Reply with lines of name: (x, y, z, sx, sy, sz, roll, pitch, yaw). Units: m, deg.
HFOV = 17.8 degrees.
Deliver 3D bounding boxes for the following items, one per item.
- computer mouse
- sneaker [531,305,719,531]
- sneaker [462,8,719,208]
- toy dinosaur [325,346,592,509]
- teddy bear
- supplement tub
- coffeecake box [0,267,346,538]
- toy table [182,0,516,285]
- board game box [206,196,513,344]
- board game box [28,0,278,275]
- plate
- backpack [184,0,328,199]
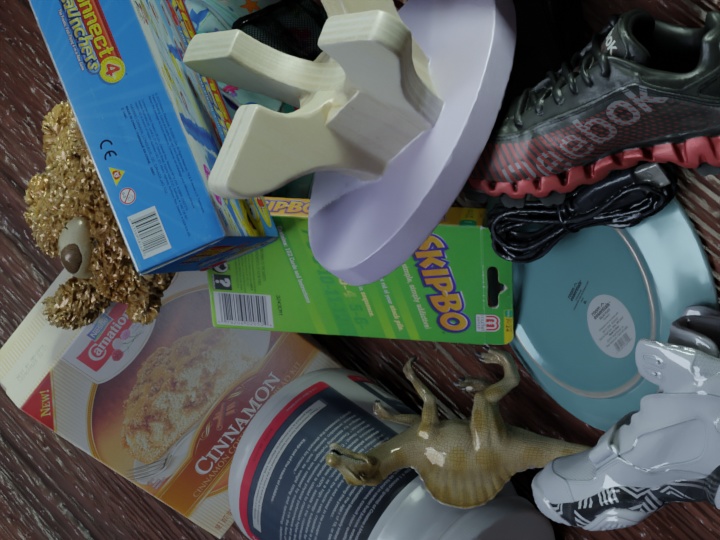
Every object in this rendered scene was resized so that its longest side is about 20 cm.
computer mouse: (0.100, -0.111, 1.369, 0.138, 0.053, 0.200, -20, 84, 38)
sneaker: (0.178, 0.086, 1.364, 0.200, 0.075, 0.115, -11, 101, 40)
sneaker: (0.132, -0.095, 1.279, 0.200, 0.071, 0.098, -10, 124, 20)
toy dinosaur: (0.079, 0.107, 1.486, 0.058, 0.199, 0.101, 81, -172, -60)
teddy bear: (-0.181, -0.038, 1.491, 0.145, 0.067, 0.200, -58, 35, 29)
supplement tub: (0.019, 0.167, 1.557, 0.200, 0.140, 0.141, 33, 131, 38)
coffeecake box: (-0.132, 0.069, 1.598, 0.200, 0.154, 0.073, 38, -179, -35)
toy table: (-0.005, -0.106, 1.293, 0.184, 0.117, 0.200, -14, 53, 46)
board game box: (0.000, 0.000, 1.472, 0.199, 0.030, 0.096, 5, 128, 11)
board game box: (-0.123, -0.099, 1.351, 0.196, 0.056, 0.200, -10, -102, -83)
plate: (0.140, 0.012, 1.429, 0.200, 0.026, 0.201, 25, 125, 42)
backpack: (-0.080, -0.105, 1.549, 0.200, 0.150, 0.178, 45, 139, 34)
